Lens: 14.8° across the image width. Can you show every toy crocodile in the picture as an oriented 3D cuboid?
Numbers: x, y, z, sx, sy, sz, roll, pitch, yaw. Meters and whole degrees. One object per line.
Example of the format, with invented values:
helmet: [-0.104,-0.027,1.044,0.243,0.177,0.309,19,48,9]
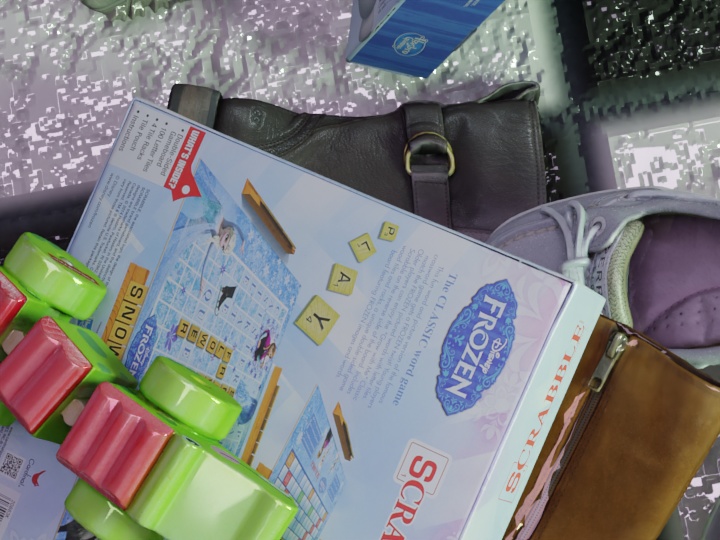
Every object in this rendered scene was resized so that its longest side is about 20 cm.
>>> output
toy crocodile: [-0.105,0.045,1.010,0.200,0.062,0.068,40,97,24]

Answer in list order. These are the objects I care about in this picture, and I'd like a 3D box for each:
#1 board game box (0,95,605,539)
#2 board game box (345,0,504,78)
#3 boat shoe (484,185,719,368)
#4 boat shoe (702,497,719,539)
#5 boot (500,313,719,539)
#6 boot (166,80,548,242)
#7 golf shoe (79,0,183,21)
board game box: [-0.037,0.062,1.036,0.199,0.041,0.200,24,90,24]
board game box: [0.054,-0.205,1.125,0.043,0.200,0.199,12,71,-16]
boat shoe: [0.126,0.004,1.057,0.202,0.065,0.075,7,87,33]
boat shoe: [0.214,0.057,1.122,0.074,0.065,0.202,38,88,-1]
boot: [0.023,0.093,1.046,0.188,0.068,0.200,25,101,26]
boot: [0.000,0.000,1.141,0.174,0.069,0.200,5,62,-2]
golf shoe: [-0.074,-0.202,1.226,0.097,0.078,0.200,33,82,38]
